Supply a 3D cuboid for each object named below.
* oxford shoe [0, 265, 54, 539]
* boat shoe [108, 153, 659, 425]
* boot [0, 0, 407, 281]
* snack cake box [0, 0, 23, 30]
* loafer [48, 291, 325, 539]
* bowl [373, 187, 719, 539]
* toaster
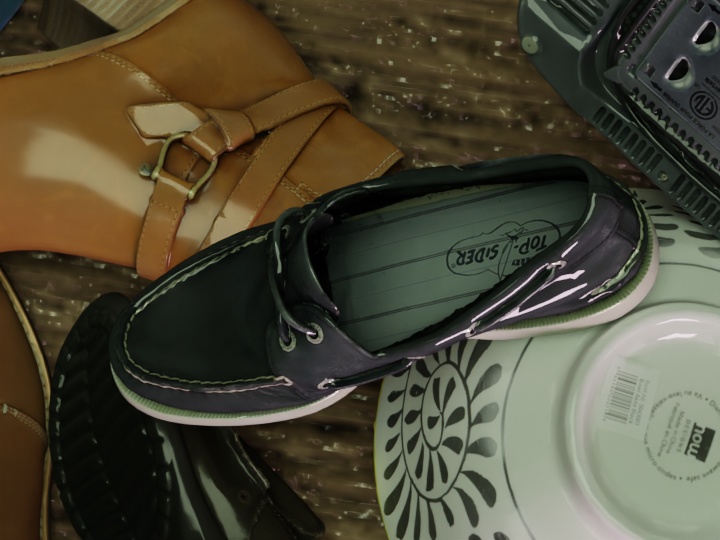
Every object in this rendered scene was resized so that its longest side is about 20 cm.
[{"bbox_3d":[-0.154,0.068,0.972,0.071,0.071,0.201,-15,77,6],"label":"oxford shoe"},{"bbox_3d":[0.001,0.002,0.876,0.198,0.066,0.075,-8,68,12],"label":"boat shoe"},{"bbox_3d":[-0.092,-0.022,0.953,0.154,0.074,0.200,38,76,9],"label":"boot"},{"bbox_3d":[-0.183,-0.115,0.929,0.067,0.200,0.115,35,88,7],"label":"snack cake box"},{"bbox_3d":[-0.055,0.100,0.969,0.073,0.071,0.201,-39,68,41],"label":"loafer"},{"bbox_3d":[0.108,0.061,0.922,0.199,0.094,0.202,1,81,-7],"label":"bowl"},{"bbox_3d":[0.164,-0.082,0.920,0.200,0.114,0.129,42,45,9],"label":"toaster"}]
